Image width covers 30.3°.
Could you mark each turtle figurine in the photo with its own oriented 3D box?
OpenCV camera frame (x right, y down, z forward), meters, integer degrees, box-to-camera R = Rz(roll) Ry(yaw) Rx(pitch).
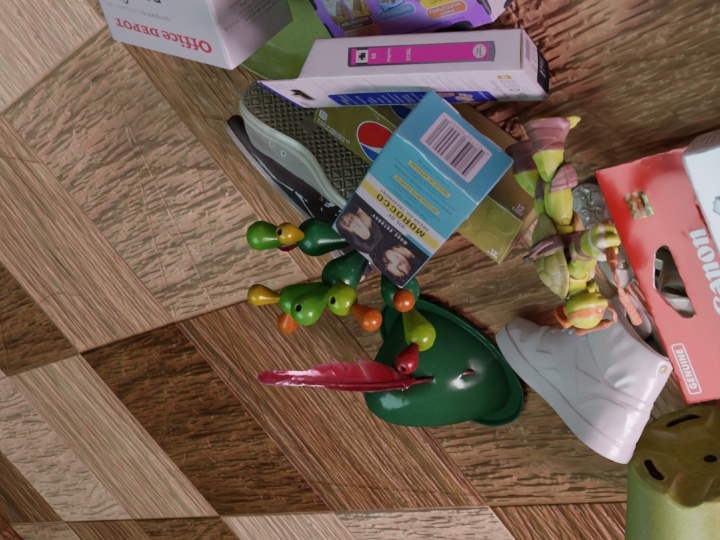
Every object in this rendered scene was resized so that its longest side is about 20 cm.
[{"bbox_3d":[0.149,-0.022,0.982,0.200,0.064,0.163,69,-172,-78],"label":"turtle figurine"}]

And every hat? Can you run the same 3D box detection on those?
[{"bbox_3d":[0.032,0.138,1.296,0.199,0.176,0.166,30,147,20],"label":"hat"}]

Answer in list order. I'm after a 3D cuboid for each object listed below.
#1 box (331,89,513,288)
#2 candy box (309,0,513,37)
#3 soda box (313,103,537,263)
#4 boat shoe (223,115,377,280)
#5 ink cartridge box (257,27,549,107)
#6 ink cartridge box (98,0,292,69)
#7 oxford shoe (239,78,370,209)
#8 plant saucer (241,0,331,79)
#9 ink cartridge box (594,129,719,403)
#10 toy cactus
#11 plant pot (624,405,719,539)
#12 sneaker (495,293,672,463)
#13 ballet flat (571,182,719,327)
[{"bbox_3d":[0.043,-0.058,1.036,0.082,0.049,0.200,41,156,1],"label":"box"},{"bbox_3d":[0.008,-0.263,0.942,0.167,0.072,0.201,-3,127,50],"label":"candy box"},{"bbox_3d":[0.061,-0.100,1.085,0.199,0.064,0.068,37,150,9],"label":"soda box"},{"bbox_3d":[-0.045,-0.080,1.254,0.200,0.057,0.067,48,-175,-2],"label":"boat shoe"},{"bbox_3d":[0.033,-0.146,0.977,0.198,0.037,0.095,-2,174,18],"label":"ink cartridge box"},{"bbox_3d":[-0.152,-0.270,1.045,0.144,0.083,0.201,19,141,34],"label":"ink cartridge box"},{"bbox_3d":[-0.026,-0.097,1.183,0.199,0.075,0.058,37,154,17],"label":"oxford shoe"},{"bbox_3d":[-0.082,-0.245,1.105,0.199,0.031,0.201,30,147,22],"label":"plant saucer"},{"bbox_3d":[0.265,0.003,0.920,0.173,0.044,0.201,-16,105,36],"label":"ink cartridge box"},{"bbox_3d":[0.000,0.000,1.177,0.199,0.165,0.103,26,146,27],"label":"toy cactus"},{"bbox_3d":[0.297,0.223,1.112,0.199,0.200,0.186,12,126,40],"label":"plant pot"},{"bbox_3d":[0.196,0.064,1.133,0.073,0.116,0.200,18,-164,-32],"label":"sneaker"},{"bbox_3d":[0.229,-0.005,1.009,0.199,0.072,0.072,28,146,25],"label":"ballet flat"}]
